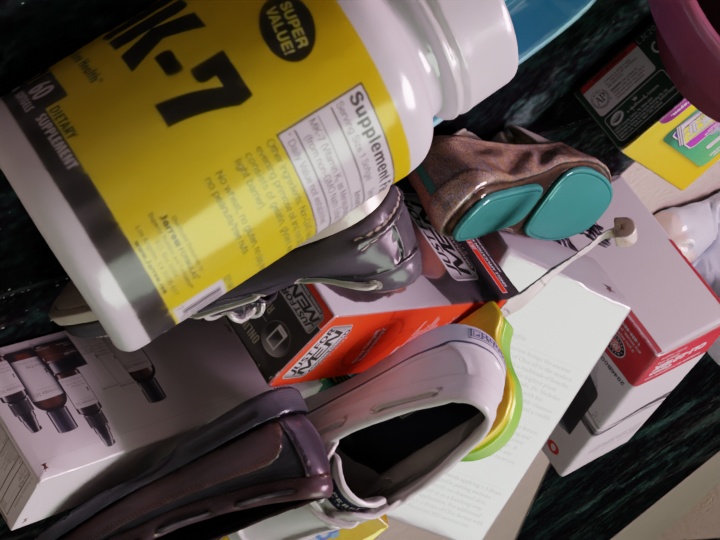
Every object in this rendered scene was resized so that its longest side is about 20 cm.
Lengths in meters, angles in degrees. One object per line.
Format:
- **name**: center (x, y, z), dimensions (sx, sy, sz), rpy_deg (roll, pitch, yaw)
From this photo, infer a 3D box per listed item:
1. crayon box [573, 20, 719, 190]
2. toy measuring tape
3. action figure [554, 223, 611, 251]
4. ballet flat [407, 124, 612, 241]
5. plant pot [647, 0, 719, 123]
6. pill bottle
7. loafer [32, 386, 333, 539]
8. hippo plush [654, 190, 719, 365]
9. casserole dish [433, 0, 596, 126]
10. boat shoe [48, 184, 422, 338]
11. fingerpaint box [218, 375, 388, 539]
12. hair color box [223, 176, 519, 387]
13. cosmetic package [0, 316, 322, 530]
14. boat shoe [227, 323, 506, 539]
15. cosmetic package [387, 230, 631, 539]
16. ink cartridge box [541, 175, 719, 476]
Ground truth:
- **crayon box**: center (0.255, -0.149, 0.996), dimensions (0.200, 0.058, 0.172), rpy_deg (-42, 160, 15)
- **toy measuring tape**: center (0.088, 0.052, 0.854), dimensions (0.199, 0.074, 0.074), rpy_deg (-35, 160, 4)
- **action figure**: center (0.090, 0.039, 1.083), dimensions (0.200, 0.102, 0.119), rpy_deg (-50, 168, 29)
- **ballet flat**: center (0.092, -0.059, 0.915), dimensions (0.068, 0.067, 0.200), rpy_deg (-50, 157, 21)
- **plant pot**: center (0.237, -0.153, 0.797), dimensions (0.199, 0.201, 0.179), rpy_deg (-34, 176, -5)
- **pill bottle**: center (-0.043, -0.066, 0.610), dimensions (0.199, 0.115, 0.114), rpy_deg (-33, 160, -9)
- **loafer**: center (-0.102, 0.136, 0.787), dimensions (0.199, 0.063, 0.072), rpy_deg (-35, 164, 16)
- **hippo plush**: center (0.337, 0.021, 1.355), dimensions (0.199, 0.161, 0.160), rpy_deg (-25, 157, -28)
- **casserole dish**: center (0.043, -0.123, 0.736), dimensions (0.200, 0.039, 0.121), rpy_deg (-37, 160, -1)
- **boat shoe**: center (-0.061, 0.006, 0.708), dimensions (0.199, 0.063, 0.073), rpy_deg (-18, -149, 29)
- **fingerpaint box**: center (-0.084, 0.158, 0.964), dimensions (0.200, 0.073, 0.167), rpy_deg (-42, -157, 13)
- **hair color box**: center (0.000, 0.000, 0.846), dimensions (0.061, 0.102, 0.200), rpy_deg (-45, 159, 27)
- **cosmetic package**: center (-0.120, 0.069, 0.828), dimensions (0.199, 0.083, 0.051), rpy_deg (-16, 153, -45)
- **boat shoe**: center (-0.007, 0.102, 0.804), dimensions (0.200, 0.073, 0.065), rpy_deg (-41, -161, 27)
- **cosmetic package**: center (0.076, 0.072, 0.986), dimensions (0.101, 0.071, 0.201), rpy_deg (23, 109, -23)
- **ink cartridge box**: center (0.180, 0.048, 1.182), dimensions (0.083, 0.145, 0.200), rpy_deg (-23, 156, -28)
